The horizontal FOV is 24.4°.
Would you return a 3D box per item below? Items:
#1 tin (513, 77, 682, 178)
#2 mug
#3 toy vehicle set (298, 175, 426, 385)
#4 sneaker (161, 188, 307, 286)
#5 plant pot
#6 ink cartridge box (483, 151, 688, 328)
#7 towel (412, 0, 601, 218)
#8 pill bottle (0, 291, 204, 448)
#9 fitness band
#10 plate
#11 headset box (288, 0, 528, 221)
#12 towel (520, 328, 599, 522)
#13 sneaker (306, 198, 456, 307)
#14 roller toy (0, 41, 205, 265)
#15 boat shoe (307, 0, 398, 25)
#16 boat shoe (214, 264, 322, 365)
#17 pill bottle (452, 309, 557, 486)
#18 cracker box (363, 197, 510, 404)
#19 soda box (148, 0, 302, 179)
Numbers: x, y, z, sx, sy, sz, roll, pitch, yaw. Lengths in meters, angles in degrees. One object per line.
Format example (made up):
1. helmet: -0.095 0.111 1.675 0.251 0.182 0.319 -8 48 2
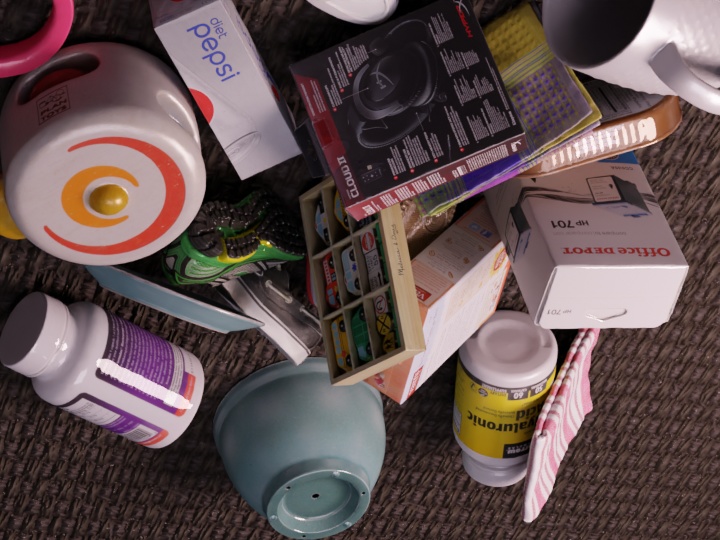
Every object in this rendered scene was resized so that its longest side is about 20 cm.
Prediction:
1. tin: 0.216 -0.146 1.638 0.199 0.112 0.042 -17 125 -1
2. mug: 0.289 -0.217 1.533 0.175 0.201 0.148 13 130 -37
3. toy vehicle set: 0.000 0.000 1.628 0.026 0.201 0.124 3 159 -37
4. sneaker: -0.125 -0.029 1.640 0.085 0.078 0.200 -34 166 29
5. plant pot: -0.059 0.216 1.882 0.199 0.135 0.201 -8 134 -9
6. ink cartridge box: 0.223 -0.042 1.675 0.146 0.201 0.086 0 132 -16
7. towel: 0.116 -0.154 1.593 0.199 0.144 0.023 -28 169 15
8. pill bottle: -0.269 0.099 1.726 0.111 0.112 0.200 -42 130 22
9. fitness band: -0.346 -0.242 1.441 0.199 0.038 0.144 20 127 -30
10. plate: -0.190 0.027 1.637 0.199 0.200 0.026 22 88 -31
11. headset box: 0.036 -0.148 1.551 0.199 0.150 0.077 -24 170 6
12. towel: 0.229 0.171 1.896 0.030 0.200 0.147 16 136 16
13. sneaker: 0.016 -0.034 1.727 0.071 0.112 0.201 37 84 -37
14. roller toy: -0.238 -0.102 1.527 0.199 0.140 0.183 9 129 -22
15. boat shoe: -0.039 -0.268 1.481 0.200 0.067 0.074 31 118 -36
16. boat shoe: -0.108 0.015 1.733 0.064 0.071 0.200 -48 126 -8
17. pill bottle: 0.162 0.151 1.901 0.111 0.112 0.201 -8 134 -9
18. cracker box: 0.085 0.029 1.720 0.200 0.058 0.134 -41 155 -45
19. soda box: -0.124 -0.181 1.540 0.068 0.064 0.200 -22 134 6
